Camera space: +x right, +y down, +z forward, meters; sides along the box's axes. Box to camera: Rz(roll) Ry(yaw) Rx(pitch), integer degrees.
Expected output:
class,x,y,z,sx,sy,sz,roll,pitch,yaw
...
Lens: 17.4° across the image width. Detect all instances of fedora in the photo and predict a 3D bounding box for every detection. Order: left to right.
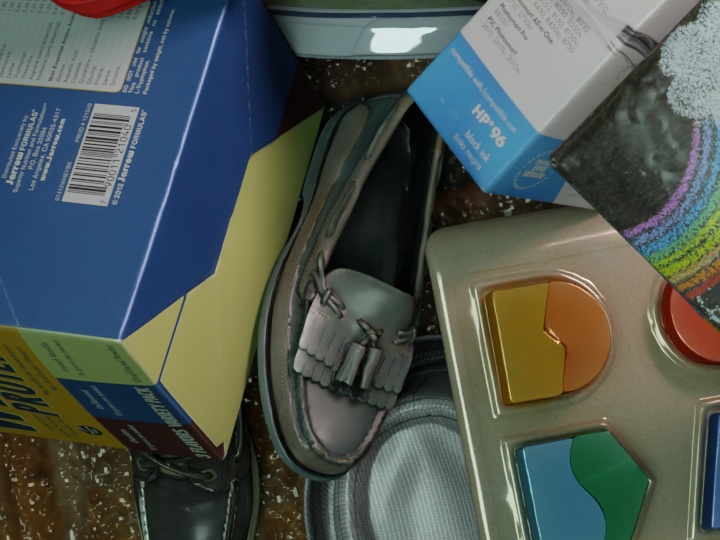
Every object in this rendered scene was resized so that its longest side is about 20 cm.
class,x,y,z,sx,sy,sz,roll,pitch,yaw
fedora,0.049,0.133,1.161,0.176,0.090,0.201,-9,93,16

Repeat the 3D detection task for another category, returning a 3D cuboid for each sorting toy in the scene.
class,x,y,z,sx,sy,sz,roll,pitch,yaw
sorting toy,0.137,0.060,1.106,0.184,0.036,0.201,-10,80,-10

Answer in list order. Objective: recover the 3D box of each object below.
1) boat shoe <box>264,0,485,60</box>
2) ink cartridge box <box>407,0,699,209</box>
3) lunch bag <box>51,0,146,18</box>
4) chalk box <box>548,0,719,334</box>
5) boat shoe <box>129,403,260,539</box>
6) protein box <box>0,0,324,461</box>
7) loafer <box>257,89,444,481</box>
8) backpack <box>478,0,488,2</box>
class,x,y,z,sx,sy,sz,roll,pitch,yaw
boat shoe,-0.016,-0.137,1.163,0.199,0.072,0.062,4,99,17
ink cartridge box,0.131,-0.120,1.048,0.200,0.116,0.068,-47,64,24
lunch bag,-0.111,-0.201,1.071,0.199,0.082,0.177,11,78,25
chalk box,0.199,-0.026,0.948,0.200,0.124,0.125,45,114,6
boat shoe,-0.092,0.076,1.205,0.071,0.066,0.202,5,95,16
protein box,-0.151,-0.035,1.122,0.199,0.135,0.199,6,65,22
loafer,0.000,0.000,1.126,0.063,0.072,0.201,-27,46,51
backpack,0.097,-0.219,1.070,0.127,0.167,0.200,40,108,8
